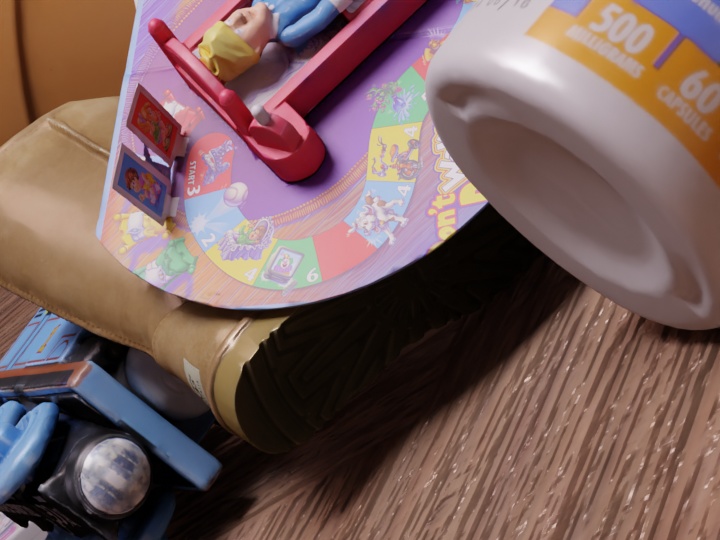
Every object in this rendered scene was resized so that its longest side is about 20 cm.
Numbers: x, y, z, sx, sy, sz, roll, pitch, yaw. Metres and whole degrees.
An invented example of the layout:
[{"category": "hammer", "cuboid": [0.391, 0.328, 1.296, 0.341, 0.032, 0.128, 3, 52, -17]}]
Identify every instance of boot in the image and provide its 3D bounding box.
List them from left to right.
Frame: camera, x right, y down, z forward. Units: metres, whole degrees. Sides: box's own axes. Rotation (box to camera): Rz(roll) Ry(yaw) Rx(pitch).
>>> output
[{"category": "boot", "cuboid": [-0.043, -0.031, 0.754, 0.175, 0.066, 0.200, -36, 39, -21]}]

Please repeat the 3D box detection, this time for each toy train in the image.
[{"category": "toy train", "cuboid": [-0.115, 0.065, 0.841, 0.115, 0.086, 0.200, -57, 15, -17]}]

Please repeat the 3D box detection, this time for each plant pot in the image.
[{"category": "plant pot", "cuboid": [-0.123, -0.100, 1.029, 0.139, 0.202, 0.200, -9, 21, 7]}]

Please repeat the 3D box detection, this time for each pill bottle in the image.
[{"category": "pill bottle", "cuboid": [0.119, -0.092, 0.560, 0.200, 0.112, 0.112, -50, 14, -13]}]

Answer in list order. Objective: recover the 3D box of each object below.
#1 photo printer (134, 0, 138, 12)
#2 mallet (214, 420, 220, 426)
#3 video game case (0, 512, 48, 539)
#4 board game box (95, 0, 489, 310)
[{"category": "photo printer", "cuboid": [-0.015, -0.170, 0.791, 0.165, 0.069, 0.202, -14, 66, 19]}, {"category": "mallet", "cuboid": [0.000, 0.000, 0.842, 0.200, 0.041, 0.066, -41, 15, 40]}, {"category": "video game case", "cuboid": [-0.179, 0.115, 1.097, 0.143, 0.018, 0.200, -42, 13, 21]}, {"category": "board game box", "cuboid": [-0.022, -0.086, 0.684, 0.157, 0.039, 0.202, -5, 62, 23]}]
